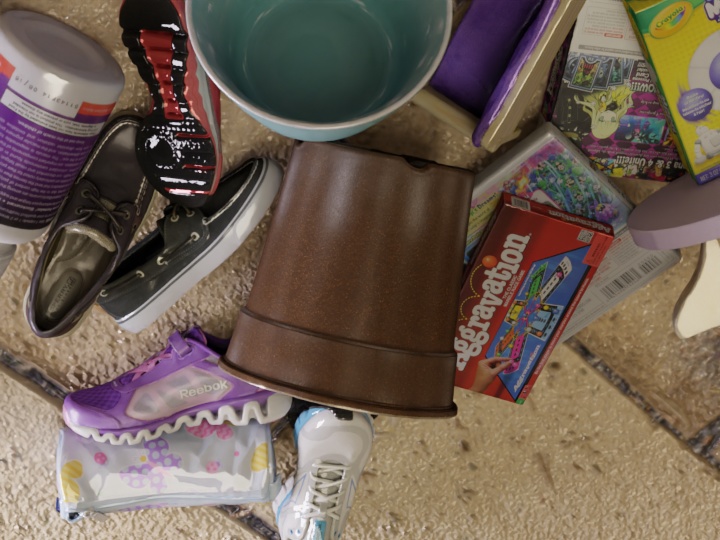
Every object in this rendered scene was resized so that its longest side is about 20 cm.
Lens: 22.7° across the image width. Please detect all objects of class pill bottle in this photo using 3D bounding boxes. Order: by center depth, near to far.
[{"bbox_3d":[-0.276,-0.092,1.404,0.111,0.112,0.200,24,111,-21],"label":"pill bottle"}]

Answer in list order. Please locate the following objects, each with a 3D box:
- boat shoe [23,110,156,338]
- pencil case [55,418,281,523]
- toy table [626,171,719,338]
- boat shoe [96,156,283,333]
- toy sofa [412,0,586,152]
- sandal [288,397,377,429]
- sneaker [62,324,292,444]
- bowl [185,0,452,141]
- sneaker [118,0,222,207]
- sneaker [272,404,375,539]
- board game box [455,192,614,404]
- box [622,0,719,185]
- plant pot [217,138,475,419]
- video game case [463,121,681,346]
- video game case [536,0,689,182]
[{"bbox_3d":[-0.215,-0.033,1.451,0.072,0.065,0.201,28,93,-12],"label":"boat shoe"},{"bbox_3d":[-0.172,0.174,1.582,0.199,0.091,0.084,-5,119,-8],"label":"pencil case"},{"bbox_3d":[0.335,-0.027,1.486,0.199,0.184,0.118,-18,110,21],"label":"toy table"},{"bbox_3d":[-0.147,-0.028,1.490,0.057,0.069,0.200,39,108,-25],"label":"boat shoe"},{"bbox_3d":[0.122,-0.198,1.411,0.083,0.098,0.201,33,113,13],"label":"toy sofa"},{"bbox_3d":[0.009,0.070,1.584,0.075,0.045,0.200,31,108,-22],"label":"sandal"},{"bbox_3d":[-0.161,0.092,1.552,0.199,0.081,0.089,-9,113,-11],"label":"sneaker"},{"bbox_3d":[-0.032,-0.179,1.374,0.200,0.202,0.105,-8,160,-5],"label":"bowl"},{"bbox_3d":[-0.131,-0.145,1.418,0.073,0.087,0.201,12,126,22],"label":"sneaker"},{"bbox_3d":[-0.031,0.199,1.591,0.075,0.087,0.201,7,135,-9],"label":"sneaker"},{"bbox_3d":[0.133,0.028,1.557,0.102,0.019,0.201,17,125,-11],"label":"board game box"},{"bbox_3d":[0.290,-0.180,1.453,0.117,0.048,0.201,-25,118,4],"label":"box"},{"bbox_3d":[0.000,0.000,1.450,0.199,0.200,0.199,10,94,-15],"label":"plant pot"},{"bbox_3d":[0.146,-0.013,1.553,0.200,0.024,0.182,-37,119,25],"label":"video game case"},{"bbox_3d":[0.258,-0.162,1.505,0.199,0.036,0.182,4,118,-12],"label":"video game case"}]
